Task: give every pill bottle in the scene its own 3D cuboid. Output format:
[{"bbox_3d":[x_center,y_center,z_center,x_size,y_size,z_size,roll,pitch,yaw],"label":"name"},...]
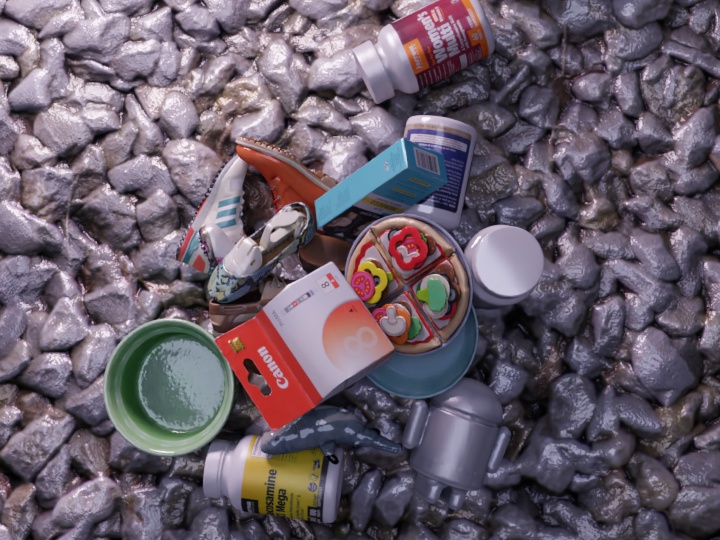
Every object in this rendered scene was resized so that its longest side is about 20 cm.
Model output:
[{"bbox_3d":[-0.128,0.307,1.351,0.198,0.112,0.114,6,87,5],"label":"pill bottle"},{"bbox_3d":[0.104,-0.122,1.364,0.110,0.111,0.202,11,87,4],"label":"pill bottle"},{"bbox_3d":[0.095,-0.338,1.380,0.198,0.110,0.110,-26,85,2],"label":"pill bottle"},{"bbox_3d":[0.195,-0.004,1.302,0.112,0.200,0.115,0,85,-2],"label":"pill bottle"}]

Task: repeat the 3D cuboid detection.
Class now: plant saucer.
[{"bbox_3d":[0.077,0.083,1.314,0.198,0.036,0.203,3,98,21],"label":"plant saucer"}]

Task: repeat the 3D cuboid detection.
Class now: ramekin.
[{"bbox_3d":[-0.279,0.175,1.377,0.197,0.098,0.203,0,86,4],"label":"ramekin"}]

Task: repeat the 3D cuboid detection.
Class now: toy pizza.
[{"bbox_3d":[0.060,0.023,1.263,0.198,0.032,0.203,5,101,28],"label":"toy pizza"}]

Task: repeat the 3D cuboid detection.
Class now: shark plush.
[{"bbox_3d":[-0.042,0.248,1.321,0.198,0.091,0.084,17,50,-6],"label":"shark plush"}]

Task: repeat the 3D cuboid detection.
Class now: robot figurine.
[{"bbox_3d":[0.142,0.245,1.337,0.168,0.113,0.202,19,88,-22],"label":"robot figurine"}]

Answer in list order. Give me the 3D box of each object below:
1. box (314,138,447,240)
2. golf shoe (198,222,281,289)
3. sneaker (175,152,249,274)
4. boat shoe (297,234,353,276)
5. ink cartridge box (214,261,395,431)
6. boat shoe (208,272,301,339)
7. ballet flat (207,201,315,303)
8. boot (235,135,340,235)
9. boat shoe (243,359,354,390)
[{"bbox_3d":[0.026,-0.112,1.303,0.199,0.082,0.050,-32,56,42],"label":"box"},{"bbox_3d":[-0.169,0.000,1.370,0.092,0.073,0.201,-34,118,-2],"label":"golf shoe"},{"bbox_3d":[-0.206,-0.085,1.414,0.093,0.070,0.201,29,87,-13],"label":"sneaker"},{"bbox_3d":[0.000,0.000,1.386,0.198,0.070,0.071,21,64,5],"label":"boat shoe"},{"bbox_3d":[-0.077,0.099,1.244,0.199,0.050,0.163,-28,69,-24],"label":"ink cartridge box"},{"bbox_3d":[-0.127,0.041,1.320,0.198,0.076,0.072,-22,115,-12],"label":"boat shoe"},{"bbox_3d":[-0.143,-0.034,1.302,0.074,0.074,0.200,44,59,5],"label":"ballet flat"},{"bbox_3d":[-0.117,-0.125,1.383,0.199,0.075,0.108,31,97,-13],"label":"boot"},{"bbox_3d":[-0.086,0.136,1.321,0.198,0.068,0.072,16,49,26],"label":"boat shoe"}]
